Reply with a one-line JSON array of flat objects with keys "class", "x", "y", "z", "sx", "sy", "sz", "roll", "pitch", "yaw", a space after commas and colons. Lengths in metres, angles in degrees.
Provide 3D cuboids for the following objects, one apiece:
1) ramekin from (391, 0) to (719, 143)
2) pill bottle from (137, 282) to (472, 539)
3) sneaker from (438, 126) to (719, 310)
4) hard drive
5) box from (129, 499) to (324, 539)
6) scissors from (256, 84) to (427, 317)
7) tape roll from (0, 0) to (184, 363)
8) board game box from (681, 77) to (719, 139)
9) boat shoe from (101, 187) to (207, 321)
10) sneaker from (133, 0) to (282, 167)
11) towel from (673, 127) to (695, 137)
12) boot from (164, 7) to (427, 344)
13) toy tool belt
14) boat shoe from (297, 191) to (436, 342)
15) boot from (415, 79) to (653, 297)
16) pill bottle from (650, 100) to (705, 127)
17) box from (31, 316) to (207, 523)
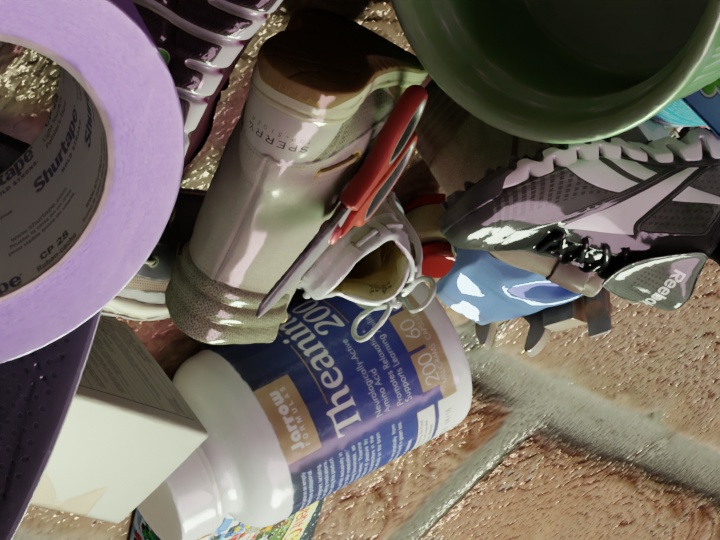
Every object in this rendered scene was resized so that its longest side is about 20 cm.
[{"class": "ramekin", "x": 0.118, "y": -0.169, "z": 1.396, "sx": 0.098, "sy": 0.200, "sz": 0.200, "roll": -15, "pitch": 145, "yaw": -54}, {"class": "pill bottle", "x": -0.042, "y": 0.083, "z": 1.658, "sx": 0.199, "sy": 0.111, "sz": 0.111, "roll": -27, "pitch": 152, "yaw": -22}, {"class": "sneaker", "x": 0.133, "y": -0.021, "z": 1.426, "sx": 0.199, "sy": 0.091, "sz": 0.066, "roll": -9, "pitch": 162, "yaw": -33}, {"class": "hard drive", "x": -0.191, "y": 0.025, "z": 1.324, "sx": 0.042, "sy": 0.134, "sz": 0.201, "roll": -59, "pitch": 171, "yaw": -69}, {"class": "box", "x": -0.082, "y": 0.151, "z": 1.799, "sx": 0.136, "sy": 0.038, "sz": 0.200, "roll": -26, "pitch": 151, "yaw": -30}, {"class": "scissors", "x": -0.011, "y": -0.019, "z": 1.374, "sx": 0.200, "sy": 0.014, "sz": 0.073, "roll": -57, "pitch": 173, "yaw": -42}, {"class": "tape roll", "x": -0.180, "y": -0.060, "z": 1.180, "sx": 0.199, "sy": 0.085, "sz": 0.201, "roll": -12, "pitch": 127, "yaw": -16}, {"class": "board game box", "x": 0.178, "y": -0.182, "z": 1.443, "sx": 0.037, "sy": 0.200, "sz": 0.152, "roll": -4, "pitch": 137, "yaw": -54}, {"class": "boat shoe", "x": -0.124, "y": -0.021, "z": 1.425, "sx": 0.200, "sy": 0.075, "sz": 0.073, "roll": -12, "pitch": 140, "yaw": -51}, {"class": "sneaker", "x": -0.083, "y": -0.120, "z": 1.356, "sx": 0.201, "sy": 0.075, "sz": 0.116, "roll": -59, "pitch": 179, "yaw": 8}, {"class": "towel", "x": 0.294, "y": -0.108, "z": 1.935, "sx": 0.144, "sy": 0.023, "sz": 0.200, "roll": -44, "pitch": 155, "yaw": 4}, {"class": "boot", "x": -0.034, "y": -0.048, "z": 1.431, "sx": 0.155, "sy": 0.072, "sz": 0.200, "roll": -67, "pitch": 172, "yaw": 17}, {"class": "toy tool belt", "x": 0.097, "y": -0.011, "z": 1.617, "sx": 0.125, "sy": 0.124, "sz": 0.200, "roll": 26, "pitch": 143, "yaw": -37}, {"class": "boat shoe", "x": 0.003, "y": -0.004, "z": 1.578, "sx": 0.075, "sy": 0.086, "sz": 0.202, "roll": -46, "pitch": 169, "yaw": 7}, {"class": "boot", "x": 0.117, "y": -0.084, "z": 1.520, "sx": 0.200, "sy": 0.146, "sz": 0.070, "roll": -51, "pitch": 180, "yaw": -26}, {"class": "pill bottle", "x": 0.204, "y": -0.136, "z": 1.555, "sx": 0.111, "sy": 0.111, "sz": 0.200, "roll": -34, "pitch": -167, "yaw": -15}, {"class": "box", "x": -0.174, "y": 0.066, "z": 1.473, "sx": 0.078, "sy": 0.095, "sz": 0.200, "roll": -45, "pitch": 153, "yaw": 10}]
